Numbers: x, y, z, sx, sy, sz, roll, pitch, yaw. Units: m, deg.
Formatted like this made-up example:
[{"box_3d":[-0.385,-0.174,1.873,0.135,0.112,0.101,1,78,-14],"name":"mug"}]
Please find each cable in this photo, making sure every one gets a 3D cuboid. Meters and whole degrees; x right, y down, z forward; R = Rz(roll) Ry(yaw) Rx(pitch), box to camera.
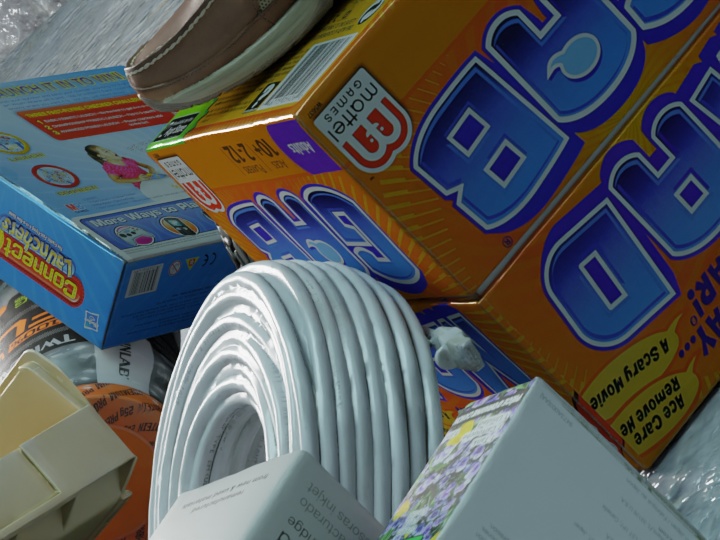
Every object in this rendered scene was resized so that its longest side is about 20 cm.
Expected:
[{"box_3d":[-0.027,0.095,1.125,0.200,0.069,0.201,-144,62,-64],"name":"cable"}]

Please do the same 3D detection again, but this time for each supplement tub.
[{"box_3d":[-0.153,0.078,1.576,0.123,0.123,0.200,-44,21,5],"name":"supplement tub"}]

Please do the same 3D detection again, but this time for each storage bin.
[{"box_3d":[-0.234,0.154,1.396,0.200,0.094,0.199,-30,-16,-50],"name":"storage bin"}]

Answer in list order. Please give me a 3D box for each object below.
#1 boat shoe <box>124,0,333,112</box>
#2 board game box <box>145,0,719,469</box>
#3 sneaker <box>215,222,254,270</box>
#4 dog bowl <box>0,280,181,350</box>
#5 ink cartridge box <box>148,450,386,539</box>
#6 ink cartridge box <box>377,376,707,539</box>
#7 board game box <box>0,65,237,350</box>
[{"box_3d":[-0.027,-0.143,1.135,0.200,0.072,0.076,-40,15,21],"name":"boat shoe"},{"box_3d":[0.070,-0.060,1.187,0.200,0.200,0.200,-50,15,-15],"name":"board game box"},{"box_3d":[0.000,0.000,1.357,0.091,0.200,0.076,-38,-32,-11],"name":"sneaker"},{"box_3d":[-0.198,0.042,1.699,0.200,0.200,0.059,-45,28,3],"name":"dog bowl"},{"box_3d":[-0.038,0.184,0.932,0.083,0.147,0.200,-25,26,50],"name":"ink cartridge box"},{"box_3d":[0.036,0.144,0.907,0.050,0.109,0.200,-24,26,55],"name":"ink cartridge box"},{"box_3d":[-0.140,-0.041,1.606,0.200,0.196,0.056,-13,-52,-50],"name":"board game box"}]
